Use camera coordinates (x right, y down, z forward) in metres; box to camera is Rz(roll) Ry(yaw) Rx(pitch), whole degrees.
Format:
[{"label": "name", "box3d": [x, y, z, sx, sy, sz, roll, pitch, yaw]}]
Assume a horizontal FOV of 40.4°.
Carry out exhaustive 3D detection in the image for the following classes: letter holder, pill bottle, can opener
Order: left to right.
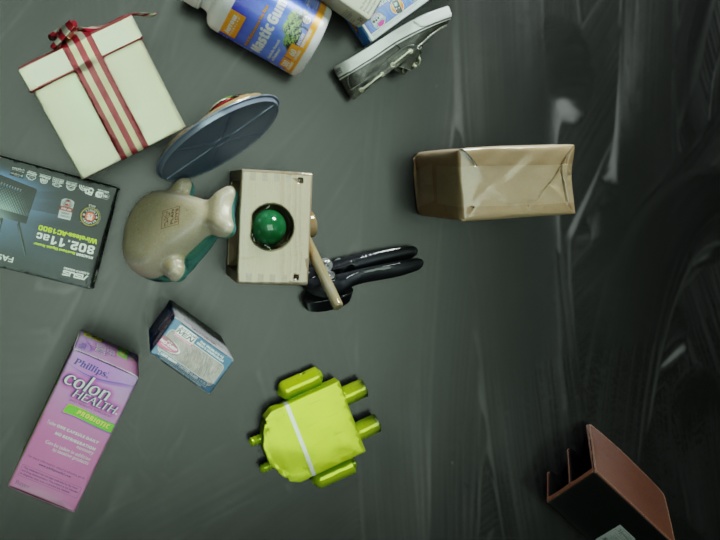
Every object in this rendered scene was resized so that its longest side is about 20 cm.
[{"label": "pill bottle", "box3d": [-0.151, -0.375, 1.404, 0.199, 0.112, 0.113, 27, 88, -14]}, {"label": "can opener", "box3d": [0.000, 0.000, 1.505, 0.199, 0.079, 0.064, -20, 60, -14]}, {"label": "letter holder", "box3d": [0.409, 0.371, 1.612, 0.200, 0.142, 0.100, 42, 116, -14]}]

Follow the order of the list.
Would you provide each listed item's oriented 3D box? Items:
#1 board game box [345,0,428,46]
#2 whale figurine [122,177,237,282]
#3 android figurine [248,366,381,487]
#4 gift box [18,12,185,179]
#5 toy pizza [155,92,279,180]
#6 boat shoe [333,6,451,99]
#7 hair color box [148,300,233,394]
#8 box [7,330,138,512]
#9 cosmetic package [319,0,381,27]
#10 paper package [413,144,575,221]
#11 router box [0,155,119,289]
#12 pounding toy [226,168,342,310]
[{"label": "board game box", "box3d": [0.032, -0.477, 1.469, 0.200, 0.056, 0.196, -37, 101, -8]}, {"label": "whale figurine", "box3d": [-0.241, -0.053, 1.381, 0.104, 0.199, 0.160, 33, 48, -50]}, {"label": "android figurine", "box3d": [-0.072, 0.247, 1.509, 0.199, 0.041, 0.183, -24, 100, -11]}, {"label": "gift box", "box3d": [-0.346, -0.257, 1.339, 0.199, 0.184, 0.188, -31, 109, -13]}, {"label": "toy pizza", "box3d": [-0.203, -0.192, 1.368, 0.199, 0.200, 0.032, -31, 83, -9]}, {"label": "boat shoe", "box3d": [0.058, -0.330, 1.483, 0.199, 0.071, 0.064, -31, 100, -1]}, {"label": "hair color box", "box3d": [-0.242, 0.104, 1.375, 0.100, 0.200, 0.061, 37, 86, -13]}, {"label": "box", "box3d": [-0.393, 0.203, 1.360, 0.096, 0.176, 0.201, 25, 88, -13]}, {"label": "cosmetic package", "box3d": [-0.051, -0.447, 1.385, 0.199, 0.071, 0.106, 30, 88, -13]}, {"label": "paper package", "box3d": [0.198, -0.134, 1.462, 0.189, 0.200, 0.104, -5, 96, -14]}, {"label": "router box", "box3d": [-0.457, -0.071, 1.381, 0.199, 0.062, 0.151, 14, 92, -14]}, {"label": "pounding toy", "box3d": [-0.110, -0.048, 1.395, 0.141, 0.200, 0.186, 2, 94, -14]}]
